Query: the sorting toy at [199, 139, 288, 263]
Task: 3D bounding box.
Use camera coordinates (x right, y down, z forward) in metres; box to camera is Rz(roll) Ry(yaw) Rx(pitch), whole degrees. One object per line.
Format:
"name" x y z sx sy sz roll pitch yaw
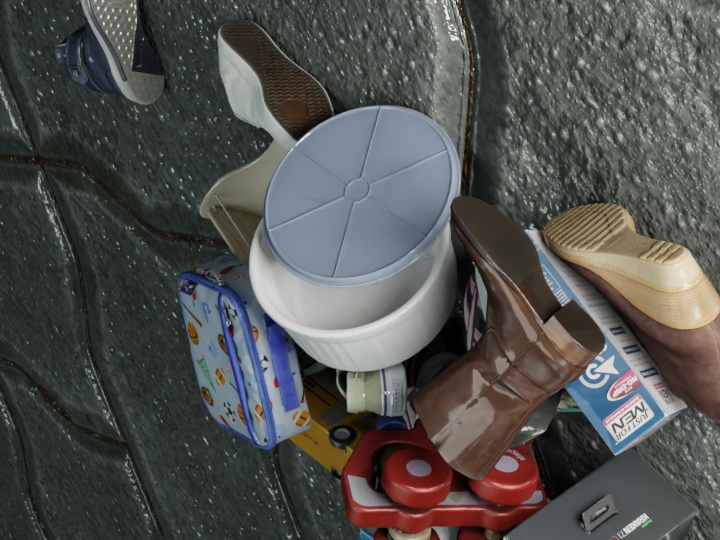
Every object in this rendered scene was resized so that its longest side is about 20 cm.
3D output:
"sorting toy" -0.064 -0.058 1.803 0.200 0.106 0.180 55 140 28

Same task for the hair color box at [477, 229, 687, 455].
"hair color box" 0.194 0.060 1.474 0.060 0.100 0.200 -40 76 17

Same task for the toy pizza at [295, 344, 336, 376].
"toy pizza" -0.003 0.134 1.913 0.200 0.032 0.201 36 143 34

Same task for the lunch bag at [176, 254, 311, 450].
"lunch bag" -0.122 0.083 1.785 0.160 0.075 0.201 22 130 56

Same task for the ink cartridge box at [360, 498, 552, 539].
"ink cartridge box" 0.096 0.298 1.740 0.146 0.146 0.200 32 152 19

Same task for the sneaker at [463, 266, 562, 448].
"sneaker" 0.134 0.075 1.558 0.086 0.080 0.201 122 155 -56

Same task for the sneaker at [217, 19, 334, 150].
"sneaker" -0.087 -0.172 1.762 0.200 0.073 0.085 56 151 33

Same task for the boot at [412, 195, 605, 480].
"boot" 0.092 0.062 1.448 0.187 0.064 0.200 53 131 16

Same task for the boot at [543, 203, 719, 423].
"boot" 0.237 0.038 1.428 0.200 0.072 0.167 30 148 59

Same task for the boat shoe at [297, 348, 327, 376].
"boat shoe" -0.006 0.041 1.770 0.060 0.072 0.202 51 128 5

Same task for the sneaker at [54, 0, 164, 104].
"sneaker" -0.320 -0.299 2.008 0.146 0.077 0.203 19 131 47

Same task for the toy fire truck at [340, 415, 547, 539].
"toy fire truck" 0.078 0.199 1.625 0.168 0.199 0.113 -105 17 -57

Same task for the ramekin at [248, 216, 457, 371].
"ramekin" 0.000 0.000 1.640 0.200 0.200 0.098 40 167 33

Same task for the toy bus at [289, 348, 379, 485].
"toy bus" -0.045 0.160 1.875 0.200 0.078 0.065 33 140 37

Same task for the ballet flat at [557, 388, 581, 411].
"ballet flat" 0.164 0.102 1.608 0.200 0.075 0.064 -10 97 50

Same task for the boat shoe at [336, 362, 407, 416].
"boat shoe" 0.006 0.104 1.706 0.200 0.062 0.072 -140 52 -82

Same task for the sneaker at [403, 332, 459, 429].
"sneaker" 0.076 0.131 1.765 0.200 0.080 0.087 102 151 -49

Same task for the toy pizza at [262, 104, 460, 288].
"toy pizza" 0.002 -0.068 1.601 0.200 0.200 0.032 38 170 35

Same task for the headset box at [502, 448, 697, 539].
"headset box" 0.207 0.283 1.579 0.093 0.174 0.200 44 147 26
